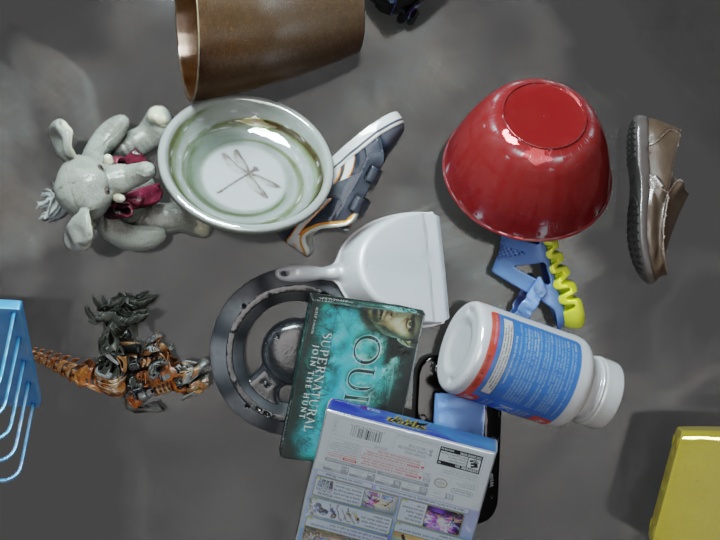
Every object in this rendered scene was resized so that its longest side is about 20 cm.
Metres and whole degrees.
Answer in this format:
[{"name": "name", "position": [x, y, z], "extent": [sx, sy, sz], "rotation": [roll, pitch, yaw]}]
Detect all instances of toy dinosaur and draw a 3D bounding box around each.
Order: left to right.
[{"name": "toy dinosaur", "position": [-0.277, 0.103, 1.745], "extent": [0.200, 0.102, 0.136], "rotation": [-2, 107, -23]}]

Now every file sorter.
[{"name": "file sorter", "position": [-0.444, 0.135, 1.666], "extent": [0.139, 0.200, 0.123], "rotation": [4, 53, -1]}]

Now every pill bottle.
[{"name": "pill bottle", "position": [0.199, 0.116, 1.730], "extent": [0.200, 0.112, 0.112], "rotation": [20, 89, -17]}]

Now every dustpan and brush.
[{"name": "dustpan and brush", "position": [0.000, 0.000, 1.751], "extent": [0.200, 0.057, 0.140], "rotation": [1, 78, -30]}]

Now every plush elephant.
[{"name": "plush elephant", "position": [-0.285, -0.098, 1.710], "extent": [0.200, 0.155, 0.165], "rotation": [-15, 90, -2]}]

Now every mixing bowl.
[{"name": "mixing bowl", "position": [0.199, -0.145, 1.706], "extent": [0.200, 0.108, 0.200], "rotation": [3, 56, -4]}]

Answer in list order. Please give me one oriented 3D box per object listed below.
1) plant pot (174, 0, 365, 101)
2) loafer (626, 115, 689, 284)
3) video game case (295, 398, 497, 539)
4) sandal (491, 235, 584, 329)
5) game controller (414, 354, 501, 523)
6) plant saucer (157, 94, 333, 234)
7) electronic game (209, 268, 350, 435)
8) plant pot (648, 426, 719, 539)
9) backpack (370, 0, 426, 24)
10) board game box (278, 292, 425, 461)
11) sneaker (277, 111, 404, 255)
[{"name": "plant pot", "position": [-0.102, -0.292, 1.722], "extent": [0.200, 0.187, 0.187], "rotation": [-5, 89, -14]}, {"name": "loafer", "position": [0.354, -0.084, 1.769], "extent": [0.071, 0.073, 0.200], "rotation": [0, 89, -1]}, {"name": "video game case", "position": [0.040, 0.258, 1.727], "extent": [0.200, 0.045, 0.182], "rotation": [14, 107, 3]}, {"name": "sandal", "position": [0.193, -0.014, 1.764], "extent": [0.087, 0.079, 0.200], "rotation": [-21, 88, 2]}, {"name": "game controller", "position": [0.114, 0.199, 1.775], "extent": [0.104, 0.042, 0.200], "rotation": [2, 90, -1]}, {"name": "plant saucer", "position": [-0.132, -0.111, 1.704], "extent": [0.200, 0.050, 0.200], "rotation": [6, 53, -8]}, {"name": "electronic game", "position": [-0.077, 0.096, 1.770], "extent": [0.200, 0.042, 0.200], "rotation": [-1, 96, -6]}, {"name": "plant pot", "position": [0.432, 0.270, 1.716], "extent": [0.176, 0.200, 0.200], "rotation": [14, 89, 10]}, {"name": "backpack", "position": [0.071, -0.388, 1.703], "extent": [0.183, 0.200, 0.135], "rotation": [-41, 90, -1]}, {"name": "board game box", "position": [-0.010, 0.130, 1.737], "extent": [0.135, 0.028, 0.200], "rotation": [8, 108, -12]}, {"name": "sneaker", "position": [-0.014, -0.099, 1.759], "extent": [0.200, 0.078, 0.079], "rotation": [-40, 86, 9]}]
